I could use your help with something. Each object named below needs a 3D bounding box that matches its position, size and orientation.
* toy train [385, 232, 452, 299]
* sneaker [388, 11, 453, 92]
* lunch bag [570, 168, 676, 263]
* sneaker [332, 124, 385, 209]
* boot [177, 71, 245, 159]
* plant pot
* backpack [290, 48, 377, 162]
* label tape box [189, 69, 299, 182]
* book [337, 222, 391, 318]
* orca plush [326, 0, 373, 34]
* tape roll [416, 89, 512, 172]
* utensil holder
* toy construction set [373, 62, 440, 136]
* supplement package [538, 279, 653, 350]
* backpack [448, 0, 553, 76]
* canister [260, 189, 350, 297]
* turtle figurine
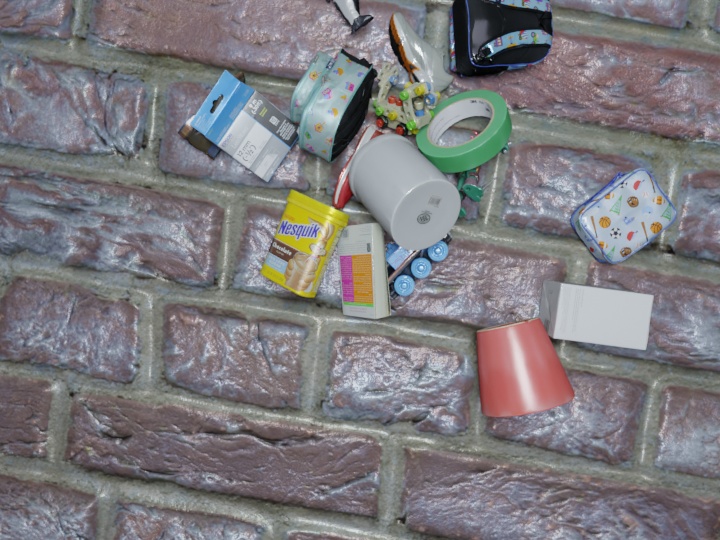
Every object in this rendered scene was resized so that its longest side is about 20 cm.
[{"bbox_3d":[0.112,-0.031,1.163,0.114,0.087,0.200,44,97,3],"label":"toy train"},{"bbox_3d":[0.135,-0.484,1.152,0.091,0.076,0.202,-29,99,-5],"label":"sneaker"},{"bbox_3d":[0.583,-0.125,1.152,0.199,0.076,0.161,-38,89,4],"label":"lunch bag"},{"bbox_3d":[0.022,-0.213,1.160,0.114,0.078,0.202,27,94,1],"label":"sneaker"},{"bbox_3d":[-0.310,-0.349,1.175,0.200,0.075,0.097,-44,107,5],"label":"boot"},{"bbox_3d":[0.342,0.204,1.127,0.197,0.200,0.180,-13,82,2],"label":"plant pot"},{"bbox_3d":[-0.065,-0.339,1.086,0.151,0.176,0.202,20,71,-3],"label":"backpack"},{"bbox_3d":[-0.247,-0.312,1.130,0.199,0.066,0.144,35,93,-29],"label":"label tape box"},{"bbox_3d":[0.000,0.000,1.151,0.048,0.133,0.203,-7,95,-40],"label":"book"},{"bbox_3d":[-0.017,-0.619,1.142,0.070,0.106,0.201,-15,64,-35],"label":"orca plush"},{"bbox_3d":[0.217,-0.297,1.099,0.199,0.201,0.048,-35,135,3],"label":"tape roll"},{"bbox_3d":[0.088,-0.160,1.064,0.168,0.201,0.172,-15,132,-17],"label":"utensil holder"},{"bbox_3d":[0.086,-0.368,1.116,0.091,0.200,0.132,-23,135,-18],"label":"toy construction set"},{"bbox_3d":[0.511,0.095,1.140,0.197,0.121,0.122,7,93,2],"label":"supplement package"},{"bbox_3d":[0.302,-0.513,1.109,0.197,0.134,0.186,-7,94,-11],"label":"backpack"},{"bbox_3d":[-0.127,-0.058,1.154,0.147,0.086,0.202,25,96,21],"label":"canister"},{"bbox_3d":[0.250,-0.213,1.128,0.100,0.151,0.201,23,53,8],"label":"turtle figurine"}]
